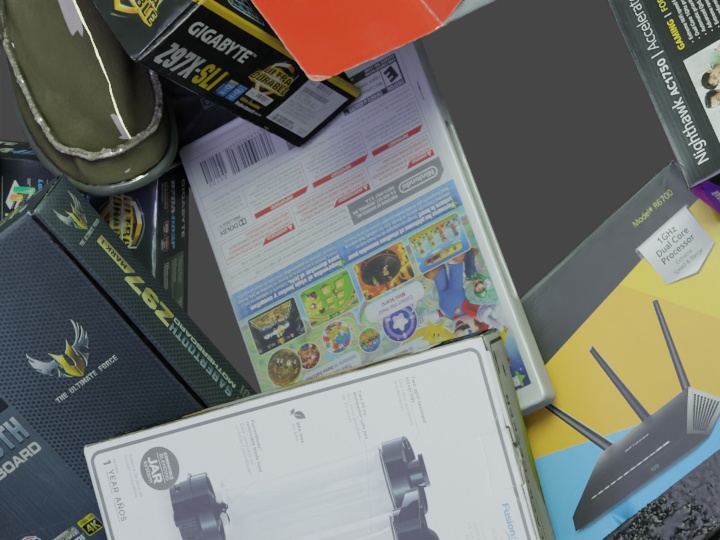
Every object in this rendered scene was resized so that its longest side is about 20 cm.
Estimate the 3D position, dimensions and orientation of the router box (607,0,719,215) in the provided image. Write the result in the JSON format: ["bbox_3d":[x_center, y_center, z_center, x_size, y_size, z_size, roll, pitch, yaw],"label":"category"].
[{"bbox_3d":[0.188,-0.149,1.162,0.149,0.051,0.201,-28,64,19],"label":"router box"}]

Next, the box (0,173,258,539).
[{"bbox_3d":[-0.172,0.070,1.253,0.200,0.051,0.158,-35,103,24],"label":"box"}]

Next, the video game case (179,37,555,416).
[{"bbox_3d":[0.000,0.000,1.232,0.143,0.018,0.201,-26,73,22],"label":"video game case"}]

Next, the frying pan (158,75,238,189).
[{"bbox_3d":[-0.067,-0.056,1.302,0.114,0.031,0.192,0,91,22],"label":"frying pan"}]

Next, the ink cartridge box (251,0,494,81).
[{"bbox_3d":[0.024,-0.192,1.154,0.199,0.050,0.163,-25,58,-18],"label":"ink cartridge box"}]

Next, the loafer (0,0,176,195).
[{"bbox_3d":[-0.154,-0.125,1.260,0.075,0.070,0.201,-26,61,-8],"label":"loafer"}]

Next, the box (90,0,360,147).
[{"bbox_3d":[-0.101,-0.163,1.210,0.049,0.159,0.200,-42,63,14],"label":"box"}]

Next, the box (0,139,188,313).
[{"bbox_3d":[-0.171,0.034,1.318,0.158,0.046,0.202,5,103,19],"label":"box"}]

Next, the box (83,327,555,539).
[{"bbox_3d":[-0.016,0.109,1.164,0.199,0.060,0.118,-17,89,10],"label":"box"}]

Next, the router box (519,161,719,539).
[{"bbox_3d":[0.131,0.069,1.213,0.200,0.051,0.149,-43,75,16],"label":"router box"}]
